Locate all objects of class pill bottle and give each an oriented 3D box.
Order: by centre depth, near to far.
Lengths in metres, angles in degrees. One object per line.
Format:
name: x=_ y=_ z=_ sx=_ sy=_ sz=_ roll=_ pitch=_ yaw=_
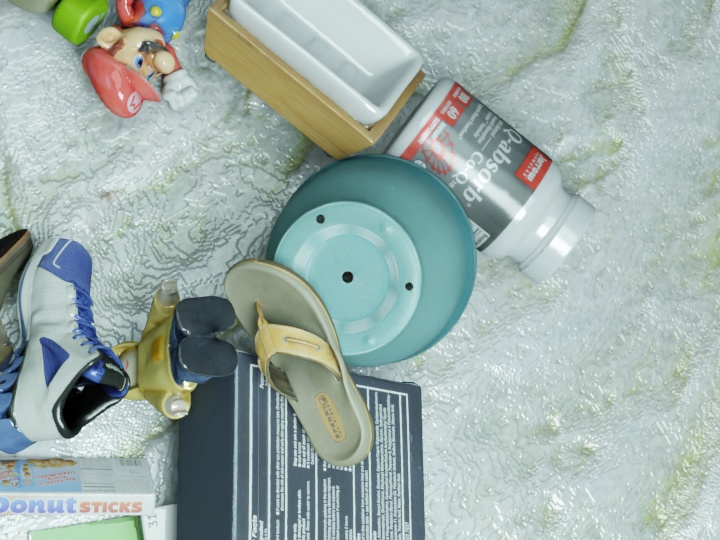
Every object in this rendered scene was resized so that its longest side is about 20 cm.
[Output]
pill bottle: x=0.125 y=-0.086 z=1.797 sx=0.199 sy=0.116 sz=0.116 roll=38 pitch=71 yaw=-4

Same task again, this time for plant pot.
plant pot: x=0.000 y=0.000 z=1.669 sx=0.198 sy=0.188 sz=0.202 roll=1 pitch=97 yaw=8

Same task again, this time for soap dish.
soap dish: x=-0.046 y=-0.208 z=1.770 sx=0.200 sy=0.081 sz=0.158 roll=39 pitch=36 yaw=-4

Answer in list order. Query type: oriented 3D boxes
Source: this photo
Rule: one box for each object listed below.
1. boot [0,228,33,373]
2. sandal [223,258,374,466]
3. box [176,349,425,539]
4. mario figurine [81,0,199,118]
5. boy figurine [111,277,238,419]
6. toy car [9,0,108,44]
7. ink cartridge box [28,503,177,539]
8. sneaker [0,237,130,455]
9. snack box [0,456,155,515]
boot: x=-0.346 y=0.059 z=1.679 sx=0.097 sy=0.074 sz=0.200 roll=50 pitch=62 yaw=-24
sandal: x=-0.055 y=0.080 z=1.565 sx=0.201 sy=0.080 sz=0.054 roll=63 pitch=30 yaw=-1
box: x=-0.055 y=0.195 z=1.646 sx=0.197 sy=0.123 sz=0.202 roll=14 pitch=63 yaw=-30
mario figurine: x=-0.185 y=-0.232 z=1.754 sx=0.123 sy=0.106 sz=0.201 roll=29 pitch=68 yaw=-15
boy figurine: x=-0.173 y=0.071 z=1.637 sx=0.064 sy=0.200 sz=0.126 roll=3 pitch=78 yaw=-29
toy car: x=-0.265 y=-0.349 z=1.748 sx=0.164 sy=0.158 sz=0.200 roll=39 pitch=59 yaw=5
ink cartridge box: x=-0.190 y=0.289 z=1.665 sx=0.198 sy=0.048 sz=0.147 roll=-7 pitch=80 yaw=-19
sneaker: x=-0.253 y=0.072 z=1.644 sx=0.114 sy=0.081 sz=0.201 roll=-2 pitch=60 yaw=26
snack box: x=-0.286 y=0.193 z=1.649 sx=0.198 sy=0.072 sz=0.025 roll=2 pitch=112 yaw=-14
